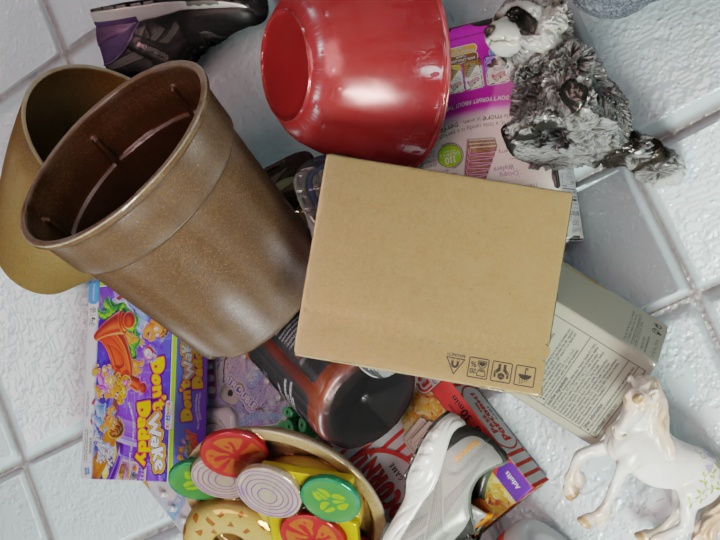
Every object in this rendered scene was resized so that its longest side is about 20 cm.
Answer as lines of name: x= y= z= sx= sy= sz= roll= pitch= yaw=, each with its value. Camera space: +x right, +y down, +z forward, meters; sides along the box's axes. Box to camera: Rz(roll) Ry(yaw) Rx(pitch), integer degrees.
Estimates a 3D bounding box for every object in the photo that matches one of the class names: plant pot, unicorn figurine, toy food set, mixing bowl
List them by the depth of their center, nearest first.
unicorn figurine: x=0.232 y=0.157 z=1.030 sx=0.138 sy=0.200 sz=0.074 roll=-55 pitch=35 yaw=18
plant pot: x=-0.148 y=-0.040 z=1.095 sx=0.200 sy=0.198 sz=0.201 roll=-27 pitch=38 yaw=23
mixing bowl: x=-0.018 y=-0.179 z=1.105 sx=0.200 sy=0.108 sz=0.201 roll=22 pitch=116 yaw=57
toy food set: x=-0.074 y=0.213 z=1.132 sx=0.199 sy=0.049 sz=0.199 roll=7 pitch=129 yaw=16
plant pot: x=-0.283 y=-0.067 z=1.269 sx=0.187 sy=0.186 sz=0.200 roll=55 pitch=130 yaw=14

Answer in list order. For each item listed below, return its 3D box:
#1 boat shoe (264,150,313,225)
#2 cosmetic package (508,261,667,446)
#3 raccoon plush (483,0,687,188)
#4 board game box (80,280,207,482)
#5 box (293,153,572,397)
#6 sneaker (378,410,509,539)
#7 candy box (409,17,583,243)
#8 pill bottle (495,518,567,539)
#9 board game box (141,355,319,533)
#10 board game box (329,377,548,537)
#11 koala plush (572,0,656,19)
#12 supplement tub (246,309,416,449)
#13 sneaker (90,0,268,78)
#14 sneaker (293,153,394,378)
boat shoe: x=-0.119 y=-0.055 z=1.244 sx=0.200 sy=0.072 sz=0.072 roll=-30 pitch=49 yaw=31
cosmetic package: x=0.142 y=0.045 z=1.067 sx=0.200 sy=0.071 sz=0.105 roll=33 pitch=122 yaw=4
raccoon plush: x=0.178 y=-0.150 z=1.049 sx=0.097 sy=0.200 sz=0.135 roll=-21 pitch=58 yaw=36
board game box: x=-0.214 y=0.108 z=1.269 sx=0.134 sy=0.045 sz=0.201 roll=-6 pitch=80 yaw=38
box: x=0.057 y=0.003 z=1.008 sx=0.199 sy=0.021 sz=0.164 roll=9 pitch=88 yaw=5
sneaker: x=0.065 y=0.226 z=1.100 sx=0.079 sy=0.074 sz=0.201 roll=24 pitch=102 yaw=18
candy box: x=0.112 y=-0.114 z=1.122 sx=0.136 sy=0.061 sz=0.201 roll=-8 pitch=88 yaw=26
pill bottle: x=0.109 y=0.319 z=1.110 sx=0.111 sy=0.111 sz=0.200 roll=48 pitch=110 yaw=17
board game box: x=-0.147 y=0.166 z=1.255 sx=0.200 sy=0.026 sz=0.200 roll=43 pitch=110 yaw=33
board game box: x=0.049 y=0.195 z=1.172 sx=0.200 sy=0.046 sz=0.152 roll=-45 pitch=73 yaw=21
koala plush: x=0.275 y=-0.261 z=0.976 sx=0.199 sy=0.177 sz=0.184 roll=17 pitch=80 yaw=8
supplement tub: x=-0.043 y=0.066 z=1.159 sx=0.200 sy=0.107 sz=0.107 roll=42 pitch=111 yaw=44
sneaker: x=-0.172 y=-0.227 z=1.264 sx=0.199 sy=0.076 sz=0.088 roll=1 pitch=107 yaw=30
sneaker: x=0.000 y=0.000 z=1.080 sx=0.074 sy=0.087 sz=0.201 roll=-14 pitch=66 yaw=-2
